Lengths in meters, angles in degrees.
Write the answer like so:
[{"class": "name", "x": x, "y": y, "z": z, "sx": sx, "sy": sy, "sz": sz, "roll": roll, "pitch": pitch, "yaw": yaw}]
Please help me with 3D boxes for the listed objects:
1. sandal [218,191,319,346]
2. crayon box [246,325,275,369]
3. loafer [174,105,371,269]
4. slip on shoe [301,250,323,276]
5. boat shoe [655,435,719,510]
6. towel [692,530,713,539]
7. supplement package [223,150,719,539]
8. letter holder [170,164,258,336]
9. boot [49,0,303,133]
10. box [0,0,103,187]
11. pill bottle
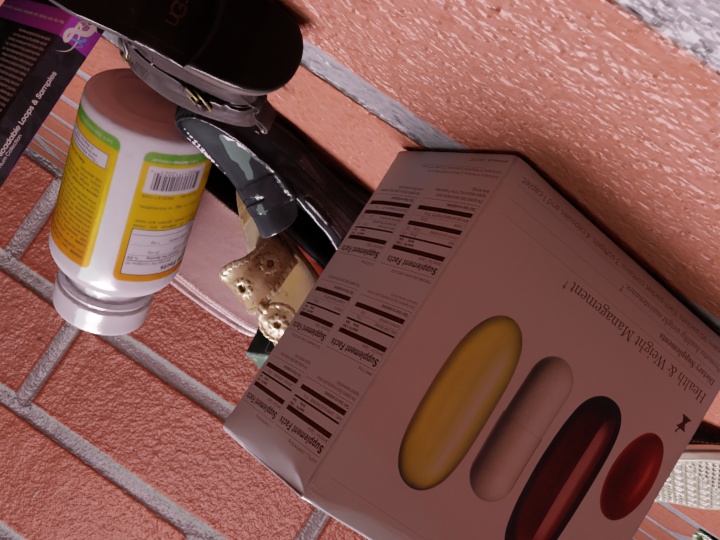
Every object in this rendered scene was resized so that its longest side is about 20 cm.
[{"class": "sandal", "x": -0.084, "y": -0.005, "z": 0.869, "sx": 0.069, "sy": 0.213, "sz": 0.078, "roll": 6, "pitch": 146, "yaw": -37}, {"class": "crayon box", "x": 0.009, "y": 0.111, "z": 0.948, "sx": 0.125, "sy": 0.052, "sz": 0.200, "roll": 3, "pitch": 147, "yaw": 40}, {"class": "loafer", "x": -0.058, "y": -0.058, "z": 0.817, "sx": 0.200, "sy": 0.071, "sz": 0.068, "roll": 37, "pitch": 156, "yaw": -23}, {"class": "slip on shoe", "x": 0.000, "y": 0.000, "z": 0.900, "sx": 0.199, "sy": 0.061, "sz": 0.075, "roll": 31, "pitch": 130, "yaw": 19}, {"class": "boat shoe", "x": 0.254, "y": 0.155, "z": 0.900, "sx": 0.074, "sy": 0.062, "sz": 0.200, "roll": 40, "pitch": 156, "yaw": -12}, {"class": "towel", "x": 0.530, "y": 0.418, "z": 1.504, "sx": 0.152, "sy": 0.023, "sz": 0.200, "roll": 29, "pitch": 170, "yaw": 28}, {"class": "supplement package", "x": 0.066, "y": 0.069, "z": 0.627, "sx": 0.191, "sy": 0.201, "sz": 0.147, "roll": 36, "pitch": 172, "yaw": -22}, {"class": "letter holder", "x": -0.146, "y": -0.021, "z": 1.012, "sx": 0.200, "sy": 0.142, "sz": 0.101, "roll": 40, "pitch": -160, "yaw": -9}, {"class": "boot", "x": -0.124, "y": -0.141, "z": 0.623, "sx": 0.199, "sy": 0.070, "sz": 0.174, "roll": 34, "pitch": 172, "yaw": -13}, {"class": "box", "x": -0.299, "y": -0.135, "z": 0.890, "sx": 0.143, "sy": 0.201, "sz": 0.036, "roll": 25, "pitch": 169, "yaw": 48}, {"class": "pill bottle", "x": -0.190, "y": -0.050, "z": 0.888, "sx": 0.110, "sy": 0.201, "sz": 0.111, "roll": 17, "pitch": -150, "yaw": -10}]
